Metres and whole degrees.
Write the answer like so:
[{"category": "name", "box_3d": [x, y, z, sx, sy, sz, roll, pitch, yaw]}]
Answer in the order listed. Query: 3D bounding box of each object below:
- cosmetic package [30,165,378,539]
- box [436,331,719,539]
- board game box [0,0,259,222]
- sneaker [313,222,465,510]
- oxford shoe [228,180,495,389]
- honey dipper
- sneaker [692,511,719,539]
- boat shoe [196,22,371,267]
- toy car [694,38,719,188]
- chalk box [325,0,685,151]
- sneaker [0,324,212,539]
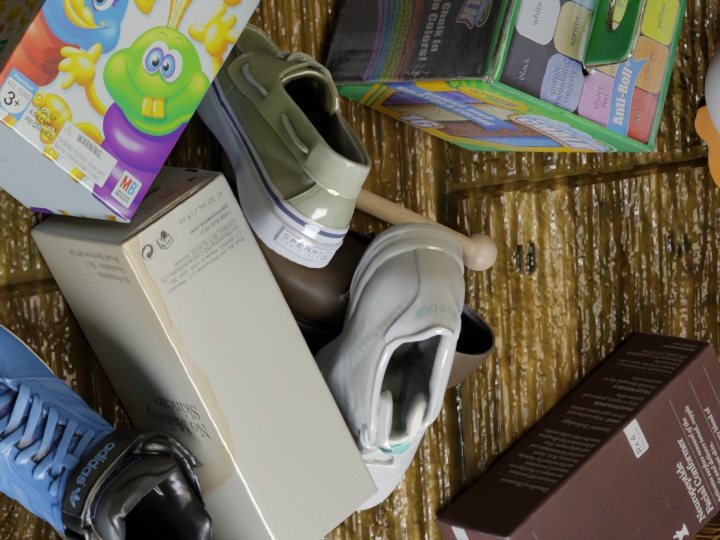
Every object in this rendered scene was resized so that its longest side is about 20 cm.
[{"category": "cosmetic package", "box_3d": [-0.081, 0.048, 1.159, 0.073, 0.103, 0.201, -36, 113, -27]}, {"category": "box", "box_3d": [0.150, 0.135, 1.361, 0.200, 0.075, 0.100, -40, 116, -26]}, {"category": "board game box", "box_3d": [-0.126, -0.137, 1.108, 0.103, 0.105, 0.201, 39, 72, -33]}, {"category": "sneaker", "box_3d": [0.011, 0.074, 1.181, 0.075, 0.089, 0.201, 2, 133, -14]}, {"category": "oxford shoe", "box_3d": [0.000, 0.000, 1.219, 0.200, 0.084, 0.073, 34, 38, -37]}, {"category": "honey dipper", "box_3d": [0.007, -0.039, 1.262, 0.199, 0.038, 0.038, 21, 81, -39]}, {"category": "sneaker", "box_3d": [0.254, 0.188, 1.442, 0.088, 0.075, 0.200, 46, 68, -31]}, {"category": "boat shoe", "box_3d": [-0.036, -0.078, 1.128, 0.072, 0.200, 0.062, 25, 114, -33]}, {"category": "toy car", "box_3d": [0.266, -0.146, 1.400, 0.184, 0.177, 0.201, 13, 115, -50]}, {"category": "chalk box", "box_3d": [0.095, -0.140, 1.205, 0.123, 0.200, 0.125, 20, 82, -36]}, {"category": "sneaker", "box_3d": [-0.152, 0.086, 1.103, 0.200, 0.111, 0.077, 49, 66, -29]}]
